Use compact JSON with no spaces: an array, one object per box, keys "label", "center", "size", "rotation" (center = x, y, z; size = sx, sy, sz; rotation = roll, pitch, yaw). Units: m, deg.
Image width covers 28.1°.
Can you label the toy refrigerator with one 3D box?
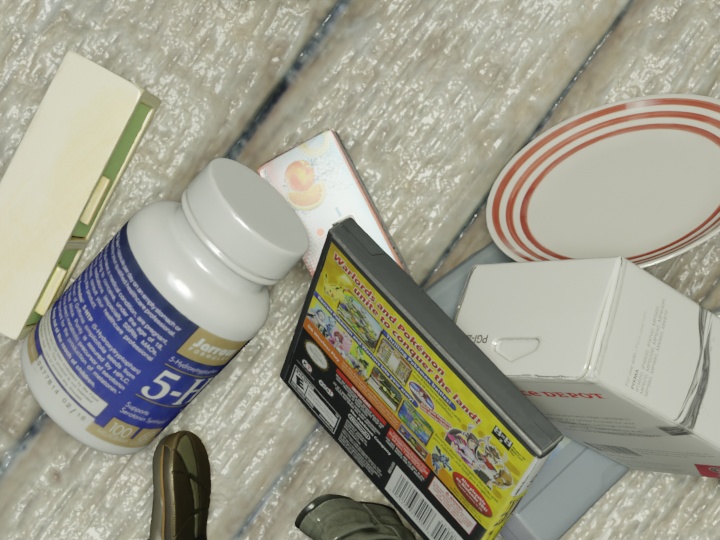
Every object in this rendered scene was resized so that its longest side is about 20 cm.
[{"label":"toy refrigerator","center":[-0.221,-0.053,1.052],"size":[0.070,0.076,0.201],"rotation":[28,91,1]}]

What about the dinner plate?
[{"label":"dinner plate","center":[0.184,-0.057,0.997],"size":[0.199,0.201,0.024],"rotation":[-22,123,2]}]

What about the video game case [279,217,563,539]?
[{"label":"video game case","center":[0.032,0.089,0.963],"size":[0.025,0.181,0.200],"rotation":[-31,68,-32]}]

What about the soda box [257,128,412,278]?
[{"label":"soda box","center":[0.000,0.000,1.048],"size":[0.063,0.068,0.201],"rotation":[-27,91,5]}]

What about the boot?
[{"label":"boot","center":[0.050,0.220,1.039],"size":[0.068,0.199,0.131],"rotation":[-50,45,14]}]

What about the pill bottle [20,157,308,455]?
[{"label":"pill bottle","center":[-0.133,0.023,1.003],"size":[0.120,0.120,0.200],"rotation":[45,110,1]}]

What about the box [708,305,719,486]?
[{"label":"box","center":[0.347,0.083,1.052],"size":[0.198,0.041,0.157],"rotation":[-17,90,1]}]

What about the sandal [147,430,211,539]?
[{"label":"sandal","center":[-0.147,0.219,1.055],"size":[0.054,0.082,0.202],"rotation":[0,92,19]}]

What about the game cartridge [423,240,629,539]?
[{"label":"game cartridge","center":[0.107,0.092,1.017],"size":[0.041,0.133,0.201],"rotation":[-21,101,46]}]

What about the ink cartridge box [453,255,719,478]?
[{"label":"ink cartridge box","center":[0.175,0.068,0.951],"size":[0.199,0.145,0.086],"rotation":[26,73,-33]}]
